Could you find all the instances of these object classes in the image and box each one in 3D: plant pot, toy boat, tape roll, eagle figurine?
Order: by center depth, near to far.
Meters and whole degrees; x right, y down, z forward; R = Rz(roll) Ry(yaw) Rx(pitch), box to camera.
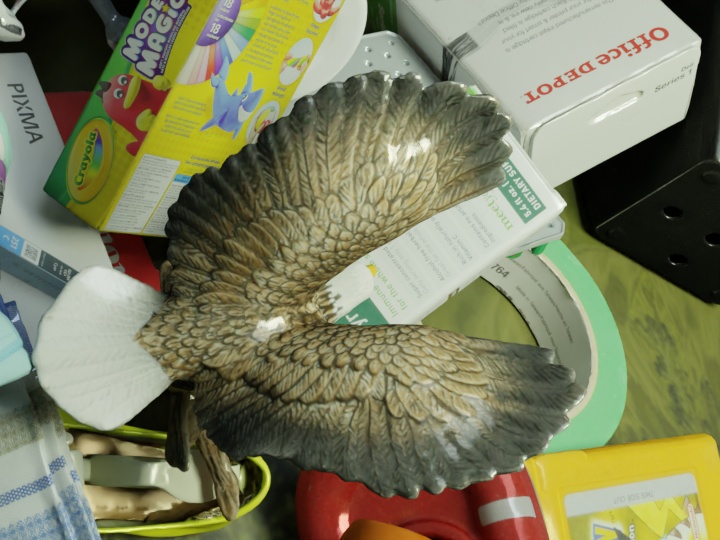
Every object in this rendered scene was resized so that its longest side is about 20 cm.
[{"bbox_3d":[-0.023,0.016,0.590,0.152,0.200,0.151,45,49,-27],"label":"eagle figurine"},{"bbox_3d":[0.027,0.152,0.677,0.131,0.130,0.200,51,23,-58],"label":"toy boat"},{"bbox_3d":[0.080,0.042,0.878,0.200,0.048,0.201,19,50,-25],"label":"tape roll"},{"bbox_3d":[0.281,-0.094,1.034,0.199,0.200,0.178,28,57,-19],"label":"plant pot"}]

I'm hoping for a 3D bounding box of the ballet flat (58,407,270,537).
[{"bbox_3d":[-0.131,0.097,0.655,0.200,0.067,0.067,8,79,-34],"label":"ballet flat"}]

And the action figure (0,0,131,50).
[{"bbox_3d":[-0.182,-0.194,0.750,0.200,0.134,0.149,-71,154,-50],"label":"action figure"}]

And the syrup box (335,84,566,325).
[{"bbox_3d":[0.000,0.000,0.706,0.200,0.081,0.079,-37,86,-2],"label":"syrup box"}]

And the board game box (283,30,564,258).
[{"bbox_3d":[-0.005,-0.062,0.851,0.200,0.026,0.200,-18,57,-34],"label":"board game box"}]

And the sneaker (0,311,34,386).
[{"bbox_3d":[-0.211,0.090,0.553,0.082,0.074,0.200,41,83,-11],"label":"sneaker"}]

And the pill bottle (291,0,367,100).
[{"bbox_3d":[-0.081,-0.205,0.866,0.111,0.112,0.200,7,38,-34],"label":"pill bottle"}]

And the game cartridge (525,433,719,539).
[{"bbox_3d":[0.152,0.192,0.803,0.200,0.032,0.177,-1,77,-38],"label":"game cartridge"}]

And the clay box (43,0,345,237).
[{"bbox_3d":[-0.076,-0.113,0.722,0.048,0.200,0.115,34,12,22],"label":"clay box"}]

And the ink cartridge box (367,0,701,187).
[{"bbox_3d":[0.115,-0.162,0.949,0.146,0.084,0.200,-27,58,-13],"label":"ink cartridge box"}]

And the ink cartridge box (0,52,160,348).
[{"bbox_3d":[-0.161,-0.027,0.747,0.176,0.045,0.200,-9,66,-40],"label":"ink cartridge box"}]

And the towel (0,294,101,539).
[{"bbox_3d":[-0.186,0.120,0.591,0.147,0.024,0.200,-22,70,-7],"label":"towel"}]

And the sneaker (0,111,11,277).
[{"bbox_3d":[-0.259,-0.020,0.613,0.200,0.078,0.140,-3,57,-12],"label":"sneaker"}]
